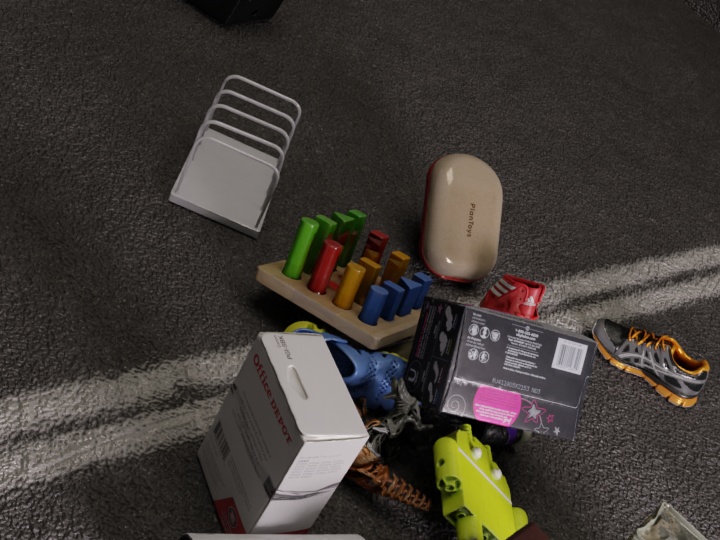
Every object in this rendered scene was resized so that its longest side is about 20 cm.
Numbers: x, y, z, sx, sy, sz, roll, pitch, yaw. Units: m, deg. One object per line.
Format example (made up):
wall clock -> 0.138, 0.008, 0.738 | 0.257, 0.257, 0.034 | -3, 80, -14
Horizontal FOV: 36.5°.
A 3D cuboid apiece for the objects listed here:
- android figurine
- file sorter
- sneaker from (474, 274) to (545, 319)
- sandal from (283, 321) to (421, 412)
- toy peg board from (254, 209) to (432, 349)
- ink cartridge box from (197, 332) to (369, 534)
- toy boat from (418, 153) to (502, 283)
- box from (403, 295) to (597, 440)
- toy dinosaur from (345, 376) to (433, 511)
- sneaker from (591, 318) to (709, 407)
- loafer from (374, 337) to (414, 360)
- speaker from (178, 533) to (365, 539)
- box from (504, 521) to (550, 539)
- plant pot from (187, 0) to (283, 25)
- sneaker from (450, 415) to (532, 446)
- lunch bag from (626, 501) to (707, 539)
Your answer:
android figurine -> 0.142, 0.270, 1.300 | 0.182, 0.041, 0.201 | 48, 24, -27
file sorter -> -0.176, -0.174, 1.600 | 0.138, 0.125, 0.201 | 23, 36, -8
sneaker -> 0.230, 0.087, 1.570 | 0.078, 0.116, 0.201 | 3, 43, -32
sandal -> -0.009, 0.127, 1.368 | 0.198, 0.080, 0.087 | 18, 0, -3
toy peg board -> 0.000, 0.000, 1.464 | 0.198, 0.098, 0.200 | 29, 21, 23
ink cartridge box -> -0.087, 0.184, 1.155 | 0.082, 0.201, 0.147 | 3, 43, -33
toy boat -> 0.143, -0.081, 1.717 | 0.129, 0.130, 0.202 | 11, 81, -24
box -> 0.169, 0.118, 1.344 | 0.199, 0.133, 0.115 | 15, -1, -25
toy dinosaur -> 0.009, 0.211, 1.308 | 0.135, 0.102, 0.201 | -32, 81, -29
sneaker -> 0.456, 0.128, 1.713 | 0.199, 0.078, 0.078 | 32, 37, 6
loafer -> 0.097, 0.104, 1.440 | 0.198, 0.070, 0.075 | -12, 39, -3
speaker -> -0.087, 0.309, 1.108 | 0.198, 0.081, 0.082 | 8, 40, -28
box -> 0.138, 0.392, 1.088 | 0.199, 0.165, 0.166 | -18, 57, -46
plant pot -> -0.226, -0.566, 2.002 | 0.199, 0.200, 0.178 | -23, 71, -49
sneaker -> 0.147, 0.152, 1.473 | 0.099, 0.070, 0.201 | -3, 46, -34
lunch bag -> 0.357, 0.400, 1.234 | 0.200, 0.165, 0.117 | 43, 32, 19
